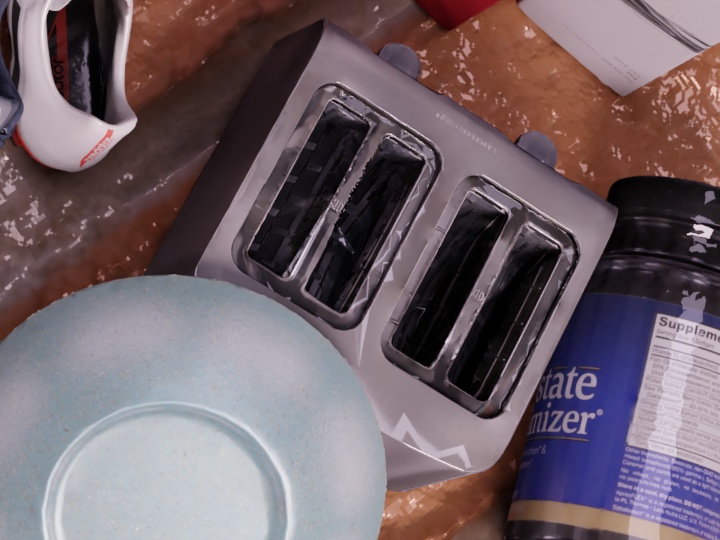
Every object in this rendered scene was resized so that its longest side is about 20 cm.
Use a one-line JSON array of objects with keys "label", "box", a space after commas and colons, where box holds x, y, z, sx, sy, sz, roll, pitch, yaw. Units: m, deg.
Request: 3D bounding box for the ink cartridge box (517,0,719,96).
[{"label": "ink cartridge box", "box": [0.181, -0.187, 1.140, 0.086, 0.200, 0.147, 38, 71, -10]}]

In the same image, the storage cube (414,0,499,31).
[{"label": "storage cube", "box": [0.064, -0.254, 1.118, 0.171, 0.180, 0.200, 40, 70, -11]}]

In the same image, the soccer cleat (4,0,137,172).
[{"label": "soccer cleat", "box": [-0.143, -0.148, 1.072, 0.069, 0.085, 0.200, -5, 86, -33]}]

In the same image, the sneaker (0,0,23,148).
[{"label": "sneaker", "box": [-0.197, -0.054, 1.024, 0.074, 0.081, 0.200, 19, 65, -54]}]

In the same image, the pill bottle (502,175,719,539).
[{"label": "pill bottle", "box": [0.146, 0.060, 1.139, 0.112, 0.112, 0.200, 18, 76, -17]}]

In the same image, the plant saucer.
[{"label": "plant saucer", "box": [-0.086, 0.103, 1.002, 0.201, 0.039, 0.201, -1, 108, -4]}]

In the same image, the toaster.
[{"label": "toaster", "box": [0.000, 0.000, 1.090, 0.181, 0.119, 0.200, 32, 73, -12]}]
